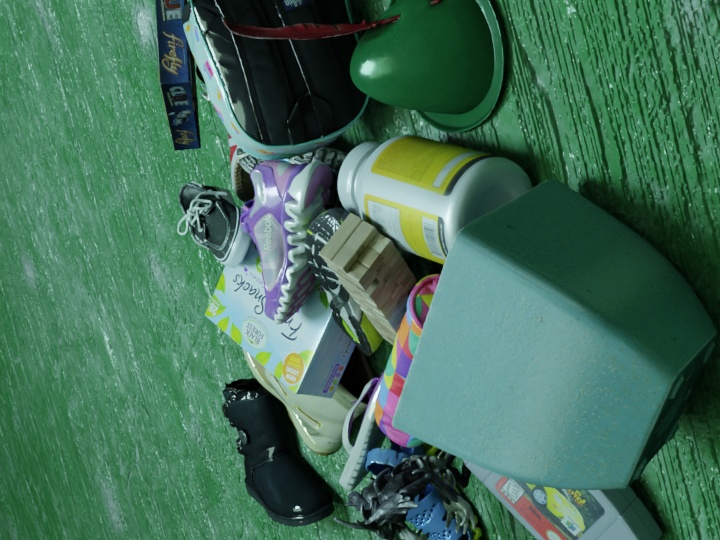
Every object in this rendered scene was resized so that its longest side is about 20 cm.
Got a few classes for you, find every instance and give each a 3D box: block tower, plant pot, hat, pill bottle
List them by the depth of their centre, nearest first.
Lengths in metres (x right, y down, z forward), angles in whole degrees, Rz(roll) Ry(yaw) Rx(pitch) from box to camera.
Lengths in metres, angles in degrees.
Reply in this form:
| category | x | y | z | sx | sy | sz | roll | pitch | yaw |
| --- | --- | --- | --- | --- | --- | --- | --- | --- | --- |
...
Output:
| category | x | y | z | sx | sy | sz | roll | pitch | yaw |
| --- | --- | --- | --- | --- | --- | --- | --- | --- | --- |
| plant pot | 0.177 | 0.071 | 1.065 | 0.199 | 0.196 | 0.197 | 30 | 120 | 22 |
| hat | 0.009 | -0.193 | 1.200 | 0.199 | 0.175 | 0.167 | -3 | 104 | 56 |
| pill bottle | 0.067 | -0.071 | 1.238 | 0.199 | 0.111 | 0.113 | 22 | 124 | 50 |
| block tower | 0.028 | 0.024 | 1.296 | 0.054 | 0.058 | 0.200 | 32 | 168 | 36 |

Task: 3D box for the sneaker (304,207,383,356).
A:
| category | x | y | z | sx | sy | sz | roll | pitch | yaw |
| --- | --- | --- | --- | --- | --- | --- | --- | --- | --- |
| sneaker | 0.000 | 0.000 | 1.350 | 0.074 | 0.081 | 0.201 | 34 | 155 | 35 |

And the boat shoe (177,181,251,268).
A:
| category | x | y | z | sx | sy | sz | roll | pitch | yaw |
| --- | --- | --- | --- | --- | --- | --- | --- | --- | --- |
| boat shoe | -0.180 | -0.064 | 1.526 | 0.074 | 0.068 | 0.200 | -64 | 25 | 17 |

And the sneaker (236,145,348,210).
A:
| category | x | y | z | sx | sy | sz | roll | pitch | yaw |
| --- | --- | --- | --- | --- | --- | --- | --- | --- | --- |
| sneaker | -0.040 | -0.111 | 1.422 | 0.199 | 0.090 | 0.079 | 34 | 107 | 21 |

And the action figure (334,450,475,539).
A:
| category | x | y | z | sx | sy | sz | roll | pitch | yaw |
| --- | --- | --- | --- | --- | --- | --- | --- | --- | --- |
| action figure | 0.068 | 0.235 | 1.314 | 0.118 | 0.199 | 0.103 | -20 | 100 | 54 |

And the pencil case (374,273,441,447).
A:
| category | x | y | z | sx | sy | sz | roll | pitch | yaw |
| --- | --- | --- | --- | --- | --- | --- | --- | --- | --- |
| pencil case | 0.069 | 0.094 | 1.269 | 0.089 | 0.088 | 0.201 | 52 | 149 | 27 |

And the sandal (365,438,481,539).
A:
| category | x | y | z | sx | sy | sz | roll | pitch | yaw |
| --- | --- | --- | --- | --- | --- | --- | --- | --- | --- |
| sandal | 0.067 | 0.259 | 1.434 | 0.079 | 0.087 | 0.201 | -40 | 74 | 53 |

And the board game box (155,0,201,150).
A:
| category | x | y | z | sx | sy | sz | roll | pitch | yaw |
| --- | --- | --- | --- | --- | --- | --- | --- | --- | --- |
| board game box | -0.209 | -0.238 | 1.457 | 0.200 | 0.034 | 0.137 | 105 | 160 | -75 |

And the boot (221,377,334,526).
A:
| category | x | y | z | sx | sy | sz | roll | pitch | yaw |
| --- | --- | --- | --- | --- | --- | --- | --- | --- | --- |
| boot | -0.117 | 0.238 | 1.701 | 0.200 | 0.076 | 0.170 | 17 | 124 | 59 |

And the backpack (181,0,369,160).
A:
| category | x | y | z | sx | sy | sz | roll | pitch | yaw |
| --- | --- | --- | --- | --- | --- | --- | --- | --- | --- |
| backpack | -0.084 | -0.218 | 1.335 | 0.202 | 0.174 | 0.153 | 67 | 164 | 6 |

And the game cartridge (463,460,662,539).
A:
| category | x | y | z | sx | sy | sz | roll | pitch | yaw |
| --- | --- | --- | --- | --- | --- | --- | --- | --- | --- |
| game cartridge | 0.191 | 0.211 | 1.228 | 0.200 | 0.041 | 0.134 | 44 | 139 | 15 |

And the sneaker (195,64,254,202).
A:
| category | x | y | z | sx | sy | sz | roll | pitch | yaw |
| --- | --- | --- | --- | --- | --- | --- | --- | --- | --- |
| sneaker | -0.146 | -0.189 | 1.534 | 0.112 | 0.071 | 0.202 | 43 | 139 | 40 |

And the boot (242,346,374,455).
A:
| category | x | y | z | sx | sy | sz | roll | pitch | yaw |
| --- | --- | --- | --- | --- | --- | --- | --- | --- | --- |
| boot | -0.063 | 0.114 | 1.564 | 0.201 | 0.072 | 0.155 | 54 | 145 | 15 |

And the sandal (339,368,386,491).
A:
| category | x | y | z | sx | sy | sz | roll | pitch | yaw |
| --- | --- | --- | --- | --- | --- | --- | --- | --- | --- |
| sandal | 0.005 | 0.173 | 1.458 | 0.050 | 0.082 | 0.204 | 29 | 122 | 15 |

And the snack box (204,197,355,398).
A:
| category | x | y | z | sx | sy | sz | roll | pitch | yaw |
| --- | --- | --- | --- | --- | --- | --- | --- | --- | --- |
| snack box | -0.079 | 0.028 | 1.488 | 0.200 | 0.067 | 0.170 | 37 | 107 | 43 |

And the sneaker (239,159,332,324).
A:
| category | x | y | z | sx | sy | sz | roll | pitch | yaw |
| --- | --- | --- | --- | --- | --- | --- | --- | --- | --- |
| sneaker | -0.088 | -0.037 | 1.366 | 0.088 | 0.081 | 0.202 | 19 | 124 | 16 |
